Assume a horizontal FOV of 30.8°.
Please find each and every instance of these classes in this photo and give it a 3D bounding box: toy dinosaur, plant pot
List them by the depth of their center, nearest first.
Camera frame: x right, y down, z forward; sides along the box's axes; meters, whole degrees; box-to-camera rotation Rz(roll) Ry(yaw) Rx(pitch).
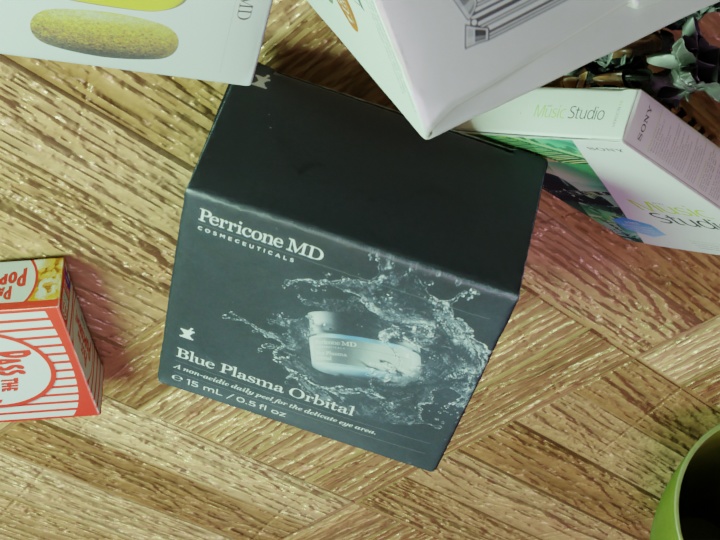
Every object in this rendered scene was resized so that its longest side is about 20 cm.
[{"bbox_3d":[0.153,-0.136,0.756,0.135,0.103,0.199,-8,165,43],"label":"toy dinosaur"},{"bbox_3d":[0.347,0.252,1.220,0.185,0.189,0.200,2,158,-8],"label":"plant pot"}]

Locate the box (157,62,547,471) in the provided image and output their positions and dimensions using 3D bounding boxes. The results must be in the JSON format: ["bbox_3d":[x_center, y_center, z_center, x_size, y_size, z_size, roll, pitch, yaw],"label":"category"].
[{"bbox_3d":[-0.011,0.003,0.811,0.195,0.118,0.201,18,140,0],"label":"box"}]

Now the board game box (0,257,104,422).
[{"bbox_3d":[-0.306,0.058,0.980,0.198,0.047,0.152,-5,143,0],"label":"board game box"}]

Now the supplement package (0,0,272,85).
[{"bbox_3d":[-0.140,-0.177,0.633,0.198,0.110,0.114,5,142,-13],"label":"supplement package"}]

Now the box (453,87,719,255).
[{"bbox_3d":[0.168,-0.059,0.810,0.199,0.037,0.144,27,170,-38],"label":"box"}]

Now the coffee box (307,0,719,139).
[{"bbox_3d":[0.049,-0.205,0.470,0.199,0.198,0.201,-26,123,-3],"label":"coffee box"}]
